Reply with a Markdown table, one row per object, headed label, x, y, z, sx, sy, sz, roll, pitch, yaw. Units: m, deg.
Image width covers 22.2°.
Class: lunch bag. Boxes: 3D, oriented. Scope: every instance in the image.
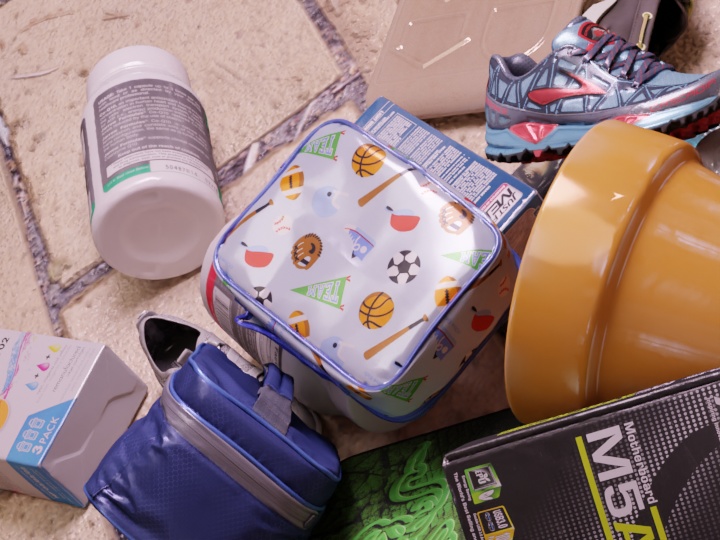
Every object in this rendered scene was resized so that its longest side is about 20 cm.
| label | x | y | z | sx | sy | sz | roll | pitch | yaw |
| --- | --- | --- | --- | --- | --- | --- | --- | --- | --- |
| lunch bag | -0.087 | 0.127 | 1.223 | 0.133 | 0.136 | 0.200 | -49 | 4 | 1 |
| lunch bag | 0.000 | 0.000 | 1.233 | 0.200 | 0.076 | 0.161 | 36 | 86 | 35 |

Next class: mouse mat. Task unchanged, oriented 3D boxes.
| label | x | y | z | sx | sy | sz | roll | pitch | yaw |
| --- | --- | --- | --- | --- | --- | --- | --- | --- | --- |
| mouse mat | 0.027 | 0.157 | 1.201 | 0.160 | 0.008 | 0.200 | -19 | 21 | 23 |

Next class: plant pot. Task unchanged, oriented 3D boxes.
| label | x | y | z | sx | sy | sz | roll | pitch | yaw |
| --- | --- | --- | --- | --- | --- | --- | --- | --- | --- |
| plant pot | 0.212 | 0.027 | 1.127 | 0.182 | 0.201 | 0.201 | 17 | 65 | 24 |

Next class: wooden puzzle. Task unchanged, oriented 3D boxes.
| label | x | y | z | sx | sy | sz | roll | pitch | yaw |
| --- | --- | --- | --- | --- | --- | --- | --- | --- | --- |
| wooden puzzle | 0.110 | -0.210 | 1.511 | 0.184 | 0.046 | 0.201 | -4 | 57 | 35 |

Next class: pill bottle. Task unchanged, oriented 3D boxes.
| label | x | y | z | sx | sy | sz | roll | pitch | yaw |
| --- | --- | --- | --- | --- | --- | --- | --- | --- | --- |
| pill bottle | -0.182 | -0.098 | 1.575 | 0.113 | 0.113 | 0.201 | -28 | 43 | 13 |
| pill bottle | -0.027 | 0.037 | 1.345 | 0.111 | 0.111 | 0.200 | -46 | 42 | -6 |

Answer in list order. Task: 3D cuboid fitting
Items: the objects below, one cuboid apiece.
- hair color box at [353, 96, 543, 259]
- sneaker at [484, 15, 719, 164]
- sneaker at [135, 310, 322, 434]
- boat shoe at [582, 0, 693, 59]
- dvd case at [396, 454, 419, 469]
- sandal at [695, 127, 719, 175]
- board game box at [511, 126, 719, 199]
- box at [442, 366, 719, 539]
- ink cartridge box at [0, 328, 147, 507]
| label | x | y | z | sx | sy | sz | roll | pitch | yaw |
| --- | --- | --- | --- | --- | --- | --- | --- | --- | --- |
| hair color box | 0.072 | -0.046 | 1.350 | 0.061 | 0.100 | 0.200 | -46 | 42 | -6 |
| sneaker | 0.163 | -0.128 | 1.249 | 0.199 | 0.079 | 0.096 | -6 | 93 | 37 |
| sneaker | -0.109 | 0.093 | 1.378 | 0.199 | 0.082 | 0.075 | 28 | 74 | 44 |
| boat shoe | 0.215 | -0.187 | 1.371 | 0.060 | 0.072 | 0.201 | 15 | 38 | 21 |
| dvd case | -0.015 | 0.232 | 1.236 | 0.199 | 0.022 | 0.146 | -35 | 41 | 5 |
| sandal | 0.315 | -0.044 | 1.205 | 0.202 | 0.050 | 0.082 | 25 | 49 | 29 |
| board game box | 0.212 | -0.071 | 1.322 | 0.135 | 0.028 | 0.200 | -48 | 42 | -10 |
| box | 0.165 | 0.172 | 1.048 | 0.192 | 0.047 | 0.202 | -18 | 88 | 25 |
| ink cartridge box | -0.284 | 0.115 | 1.502 | 0.199 | 0.068 | 0.116 | 5 | 58 | 40 |
